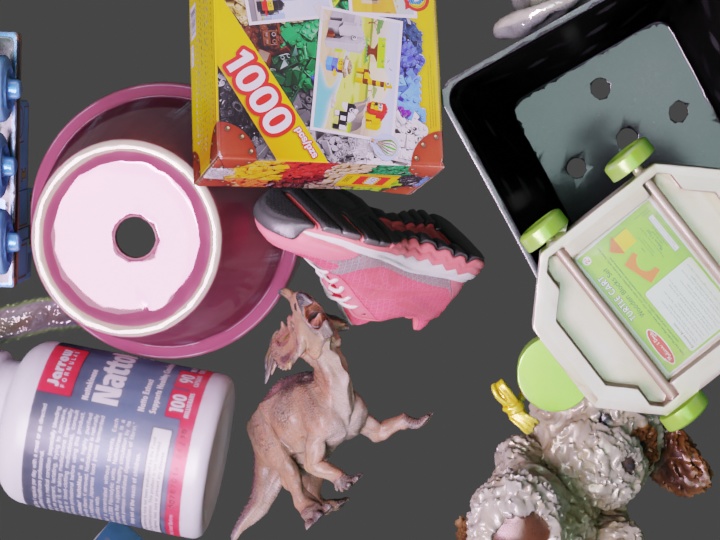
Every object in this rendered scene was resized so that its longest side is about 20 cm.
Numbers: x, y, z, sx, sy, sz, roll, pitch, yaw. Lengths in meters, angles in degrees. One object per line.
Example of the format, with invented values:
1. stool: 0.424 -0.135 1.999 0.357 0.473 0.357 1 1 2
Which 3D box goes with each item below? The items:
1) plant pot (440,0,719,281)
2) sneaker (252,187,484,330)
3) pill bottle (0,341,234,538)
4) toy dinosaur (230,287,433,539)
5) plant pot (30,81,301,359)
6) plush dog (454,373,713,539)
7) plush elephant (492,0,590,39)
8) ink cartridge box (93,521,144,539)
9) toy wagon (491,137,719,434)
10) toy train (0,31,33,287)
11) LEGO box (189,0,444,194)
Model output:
1. plant pot: 0.185 -0.085 1.170 0.198 0.177 0.201 -29 95 7
2. sneaker: 0.000 0.000 1.206 0.199 0.074 0.087 14 114 -41
3. pill bottle: -0.198 0.116 1.252 0.198 0.120 0.121 11 97 3
4. toy dinosaur: -0.044 0.104 1.259 0.136 0.086 0.200 48 122 10
5. plant pot: -0.144 -0.031 1.201 0.197 0.179 0.203 1 96 5
6. plush dog: 0.153 0.148 1.237 0.199 0.160 0.173 35 83 -28
7. plush elephant: 0.134 -0.237 1.163 0.200 0.164 0.156 43 118 20
8. ink cartridge box: -0.157 0.305 1.267 0.200 0.125 0.129 41 98 0
9. toy wagon: 0.166 0.023 1.076 0.199 0.040 0.156 -39 92 8
10. toy train: -0.277 -0.078 1.238 0.086 0.114 0.203 2 97 1
11. LEGO box: -0.030 -0.156 1.108 0.147 0.077 0.203 1 79 -17
